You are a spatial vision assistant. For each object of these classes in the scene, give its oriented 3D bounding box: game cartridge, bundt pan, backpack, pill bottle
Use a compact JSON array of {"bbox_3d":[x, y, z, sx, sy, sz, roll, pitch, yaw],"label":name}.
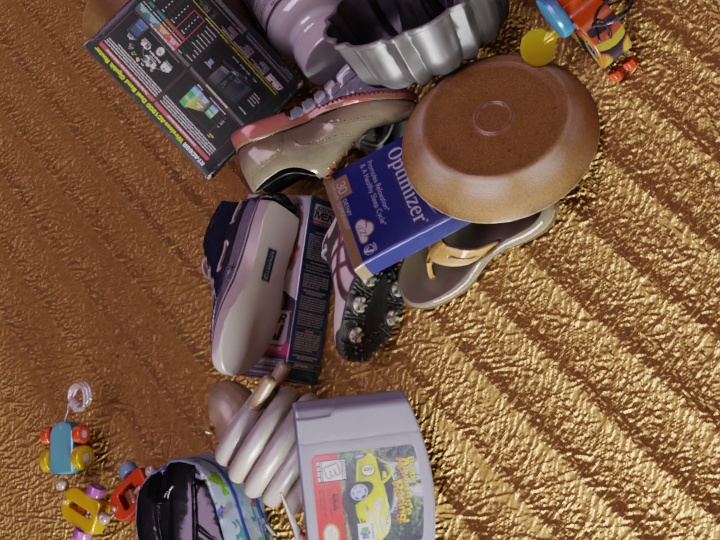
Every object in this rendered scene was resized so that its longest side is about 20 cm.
[{"bbox_3d":[0.007,0.224,1.378,0.041,0.131,0.203,163,100,-80],"label":"game cartridge"},{"bbox_3d":[0.064,-0.256,1.421,0.200,0.076,0.203,-21,32,14],"label":"bundt pan"},{"bbox_3d":[-0.169,0.300,1.502,0.162,0.153,0.202,-26,86,36],"label":"backpack"},{"bbox_3d":[-0.069,-0.305,1.557,0.111,0.110,0.201,-44,58,22],"label":"pill bottle"}]

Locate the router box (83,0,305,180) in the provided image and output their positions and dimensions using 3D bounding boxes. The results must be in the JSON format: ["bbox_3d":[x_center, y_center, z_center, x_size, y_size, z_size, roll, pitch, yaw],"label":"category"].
[{"bbox_3d":[-0.179,-0.222,1.512,0.150,0.062,0.200,-43,96,2],"label":"router box"}]

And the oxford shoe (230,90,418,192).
[{"bbox_3d":[-0.031,-0.133,1.435,0.198,0.070,0.076,-16,83,4],"label":"oxford shoe"}]

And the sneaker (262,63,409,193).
[{"bbox_3d":[-0.021,-0.136,1.498,0.200,0.075,0.116,-46,61,9],"label":"sneaker"}]

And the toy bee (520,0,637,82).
[{"bbox_3d":[0.215,-0.233,1.335,0.130,0.109,0.201,-25,36,20],"label":"toy bee"}]

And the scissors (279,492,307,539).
[{"bbox_3d":[-0.059,0.277,1.388,0.014,0.200,0.074,1,68,10],"label":"scissors"}]

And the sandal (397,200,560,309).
[{"bbox_3d":[0.109,-0.035,1.396,0.199,0.054,0.081,-33,63,27],"label":"sandal"}]

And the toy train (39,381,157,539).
[{"bbox_3d":[-0.306,0.239,1.669,0.150,0.055,0.201,-48,59,18],"label":"toy train"}]

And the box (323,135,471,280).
[{"bbox_3d":[0.067,-0.087,1.394,0.198,0.032,0.122,-27,55,10],"label":"box"}]

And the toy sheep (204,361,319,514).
[{"bbox_3d":[-0.076,0.184,1.448,0.199,0.138,0.139,36,104,7],"label":"toy sheep"}]

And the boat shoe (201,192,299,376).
[{"bbox_3d":[-0.134,0.014,1.488,0.092,0.074,0.202,3,67,43],"label":"boat shoe"}]

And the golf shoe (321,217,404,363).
[{"bbox_3d":[0.000,0.000,1.471,0.087,0.077,0.202,-2,70,45],"label":"golf shoe"}]

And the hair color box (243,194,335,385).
[{"bbox_3d":[-0.087,0.020,1.536,0.099,0.060,0.203,3,82,38],"label":"hair color box"}]

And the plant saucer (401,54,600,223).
[{"bbox_3d":[0.133,-0.140,1.356,0.198,0.036,0.202,-8,58,13],"label":"plant saucer"}]

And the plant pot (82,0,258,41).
[{"bbox_3d":[-0.192,-0.259,1.618,0.186,0.186,0.201,-45,75,22],"label":"plant pot"}]
